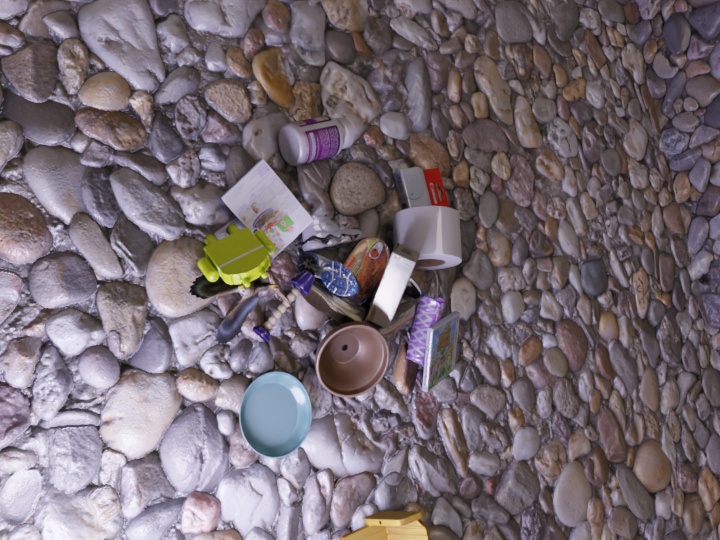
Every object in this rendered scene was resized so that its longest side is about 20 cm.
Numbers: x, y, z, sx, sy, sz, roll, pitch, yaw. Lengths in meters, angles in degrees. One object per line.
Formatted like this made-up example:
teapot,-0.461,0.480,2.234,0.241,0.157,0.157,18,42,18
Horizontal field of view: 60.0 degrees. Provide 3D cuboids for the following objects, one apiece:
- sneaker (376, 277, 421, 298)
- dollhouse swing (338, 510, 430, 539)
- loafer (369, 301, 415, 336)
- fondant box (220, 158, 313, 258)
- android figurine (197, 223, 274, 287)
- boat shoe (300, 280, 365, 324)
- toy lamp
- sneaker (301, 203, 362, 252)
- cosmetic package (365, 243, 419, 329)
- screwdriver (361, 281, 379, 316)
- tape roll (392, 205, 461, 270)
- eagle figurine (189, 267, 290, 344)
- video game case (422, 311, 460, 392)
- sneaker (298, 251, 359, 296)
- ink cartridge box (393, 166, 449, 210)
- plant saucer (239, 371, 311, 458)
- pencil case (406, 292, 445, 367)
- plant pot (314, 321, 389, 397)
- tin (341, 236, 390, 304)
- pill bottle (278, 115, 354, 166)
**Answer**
sneaker,0.085,0.035,1.789,0.199,0.070,0.091,41,75,-21
dollhouse swing,0.064,0.733,1.557,0.174,0.179,0.205,-1,80,-55
loafer,0.091,0.157,1.759,0.198,0.071,0.064,-31,118,-38
fondant box,-0.235,-0.155,1.573,0.144,0.058,0.201,-42,104,-7
android figurine,-0.288,-0.034,1.468,0.180,0.200,0.042,-29,140,-23
boat shoe,-0.075,0.078,1.646,0.198,0.073,0.065,37,54,-6
toy lamp,-0.187,0.085,1.559,0.058,0.058,0.201,42,72,-19
sneaker,-0.082,-0.121,1.693,0.197,0.075,0.118,-12,85,-38
cosmetic package,0.086,0.041,1.663,0.070,0.105,0.204,23,108,5
screwdriver,0.040,0.060,1.729,0.029,0.028,0.202,33,84,-7
tape roll,0.192,-0.089,1.802,0.199,0.201,0.143,7,74,-33
eagle figurine,-0.292,0.057,1.495,0.197,0.152,0.153,-30,53,-7
video game case,0.233,0.228,1.783,0.199,0.022,0.187,-19,116,-57
sneaker,-0.067,0.004,1.618,0.084,0.198,0.079,4,112,-53
ink cartridge box,0.204,-0.240,1.937,0.197,0.047,0.164,-13,87,-34
plant saucer,-0.211,0.351,1.521,0.196,0.036,0.205,9,74,-34
pencil case,0.191,0.171,1.790,0.083,0.085,0.205,16,85,-32
plant pot,-0.030,0.217,1.620,0.196,0.093,0.206,-7,111,-17
tin,0.000,0.000,1.704,0.111,0.042,0.202,37,85,-20
pill bottle,-0.116,-0.359,1.701,0.197,0.111,0.115,-22,92,-36
